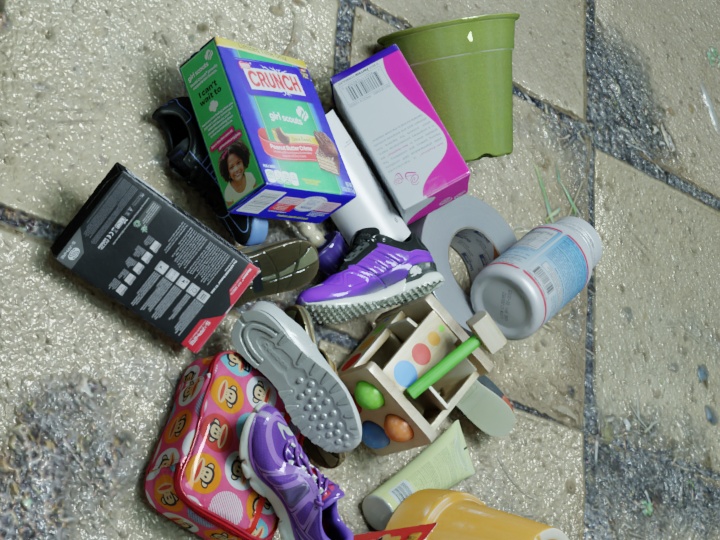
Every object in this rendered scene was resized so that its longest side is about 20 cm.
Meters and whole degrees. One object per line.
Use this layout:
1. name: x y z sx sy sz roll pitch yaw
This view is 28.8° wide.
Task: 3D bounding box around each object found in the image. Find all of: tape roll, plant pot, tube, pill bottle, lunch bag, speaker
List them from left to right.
1. lunch bag: -0.139 0.209 1.579 0.176 0.082 0.200 38 52 -31
2. speaker: -0.017 -0.106 1.803 0.081 0.081 0.200 -41 103 -43
3. tube: 0.080 0.265 1.774 0.052 0.058 0.200 35 38 23
4. plant pot: 0.136 -0.244 1.937 0.200 0.200 0.190 -12 95 -43
5. tape roll: 0.136 0.000 1.909 0.200 0.066 0.200 16 65 -37
6. plant pot: 0.150 0.365 1.668 0.200 0.183 0.200 6 83 -51
7. pill bottle: 0.242 0.004 1.881 0.200 0.109 0.109 -35 98 -43

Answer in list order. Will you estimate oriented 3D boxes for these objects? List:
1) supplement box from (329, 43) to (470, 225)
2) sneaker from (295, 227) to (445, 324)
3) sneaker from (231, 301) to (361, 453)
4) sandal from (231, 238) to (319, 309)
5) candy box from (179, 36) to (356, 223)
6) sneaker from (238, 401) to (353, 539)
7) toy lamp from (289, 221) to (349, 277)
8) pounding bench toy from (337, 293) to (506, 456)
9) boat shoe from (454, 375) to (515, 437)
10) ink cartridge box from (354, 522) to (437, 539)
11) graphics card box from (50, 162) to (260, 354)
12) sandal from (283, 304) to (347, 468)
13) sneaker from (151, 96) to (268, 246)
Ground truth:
1. supplement box: 0.052 -0.174 1.825 0.101 0.103 0.200 -28 77 -4
2. sneaker: 0.000 0.000 1.730 0.200 0.070 0.100 -14 75 -28
3. sneaker: -0.061 0.117 1.597 0.200 0.076 0.081 54 16 -1
4. sandal: -0.147 -0.003 1.655 0.200 0.055 0.082 -15 114 -24
5. candy box: -0.110 -0.165 1.668 0.169 0.077 0.200 4 59 -53
6. sneaker: -0.062 0.228 1.533 0.081 0.083 0.200 -51 122 -47
7. toy lamp: -0.082 -0.069 1.748 0.200 0.058 0.058 48 49 -17
8. pounding bench toy: 0.069 0.127 1.690 0.124 0.200 0.156 49 57 -10
9. boat shoe: 0.128 0.138 1.852 0.200 0.071 0.063 45 10 -10
10. ink cartridge box: -0.027 0.339 1.568 0.050 0.161 0.200 57 47 -14
11. graphics card box: -0.227 -0.012 1.559 0.200 0.051 0.125 36 93 -26
12. sandal: -0.053 0.137 1.680 0.054 0.080 0.200 -19 91 -42
13. sneaker: -0.183 -0.114 1.672 0.078 0.070 0.200 -20 80 -43
